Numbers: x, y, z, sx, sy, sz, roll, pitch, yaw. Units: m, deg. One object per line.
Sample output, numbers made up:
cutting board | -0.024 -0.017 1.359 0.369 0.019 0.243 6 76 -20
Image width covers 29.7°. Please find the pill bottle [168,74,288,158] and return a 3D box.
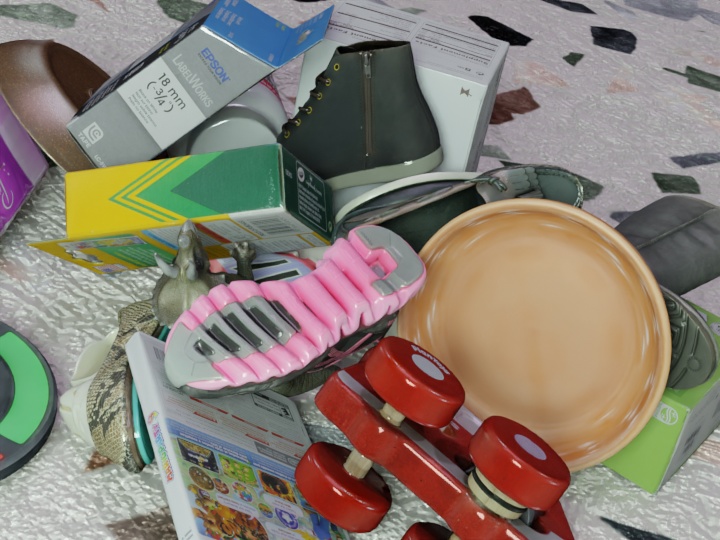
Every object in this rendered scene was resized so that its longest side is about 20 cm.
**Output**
pill bottle | -0.121 -0.134 1.220 0.109 0.112 0.201 6 26 -15

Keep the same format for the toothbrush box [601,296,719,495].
toothbrush box | 0.189 0.065 1.074 0.199 0.087 0.145 31 35 23

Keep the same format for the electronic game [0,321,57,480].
electronic game | -0.297 0.079 0.882 0.197 0.042 0.201 11 31 -7

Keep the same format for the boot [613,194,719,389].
boot | 0.246 0.009 1.051 0.198 0.073 0.181 -10 40 -44

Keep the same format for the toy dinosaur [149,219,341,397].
toy dinosaur | -0.085 0.048 0.977 0.201 0.076 0.103 53 28 -19

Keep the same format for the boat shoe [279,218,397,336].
boat shoe | 0.000 0.000 1.117 0.198 0.073 0.068 23 10 33

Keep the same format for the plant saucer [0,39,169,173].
plant saucer | -0.225 -0.128 1.151 0.200 0.037 0.201 46 13 -14

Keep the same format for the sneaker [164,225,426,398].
sneaker | -0.045 0.046 0.909 0.198 0.096 0.079 -22 62 -32

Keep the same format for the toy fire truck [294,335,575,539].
toy fire truck | 0.062 0.125 0.901 0.199 0.113 0.168 37 16 13

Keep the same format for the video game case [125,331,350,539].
video game case | -0.070 0.131 0.851 0.142 0.018 0.201 29 21 -37

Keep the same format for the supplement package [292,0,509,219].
supplement package | 0.024 -0.108 1.168 0.154 0.202 0.111 17 30 8

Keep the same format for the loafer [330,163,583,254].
loafer | 0.077 -0.033 1.009 0.197 0.073 0.063 -15 0 -6

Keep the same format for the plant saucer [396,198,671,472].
plant saucer | 0.124 0.045 0.971 0.198 0.202 0.037 23 21 14

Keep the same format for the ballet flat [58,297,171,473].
ballet flat | -0.165 0.079 0.932 0.074 0.069 0.201 -7 25 6

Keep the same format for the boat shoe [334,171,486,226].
boat shoe | 0.080 -0.033 1.073 0.197 0.075 0.067 -6 63 -20

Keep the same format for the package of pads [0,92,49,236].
package of pads | -0.318 -0.072 1.040 0.075 0.121 0.201 -23 25 19

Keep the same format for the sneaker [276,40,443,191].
sneaker | -0.039 -0.119 1.082 0.197 0.108 0.075 -10 18 14

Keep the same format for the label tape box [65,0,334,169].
label tape box | -0.121 -0.162 1.058 0.064 0.199 0.145 53 14 -16

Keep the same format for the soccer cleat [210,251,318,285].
soccer cleat | -0.089 0.007 1.082 0.076 0.067 0.200 -33 54 -25

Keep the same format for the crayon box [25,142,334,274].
crayon box | -0.131 -0.043 1.009 0.197 0.052 0.126 -7 -12 14
